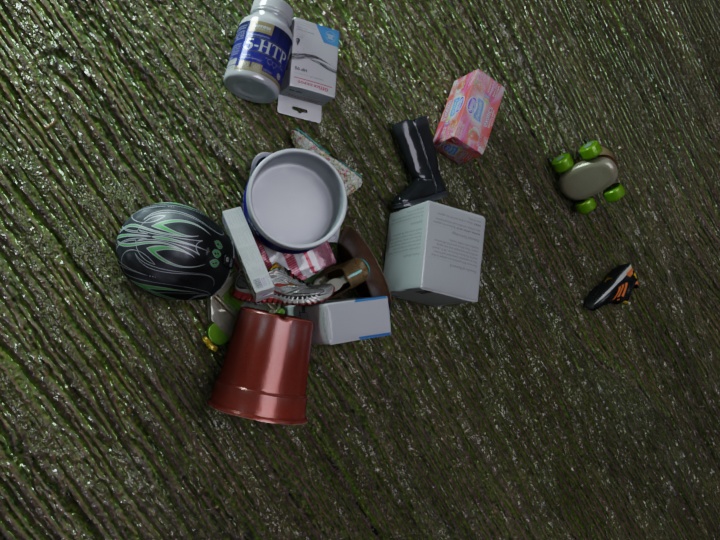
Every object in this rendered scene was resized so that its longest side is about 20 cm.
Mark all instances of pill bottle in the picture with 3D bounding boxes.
[{"bbox_3d":[-0.208,-0.469,1.673,0.119,0.120,0.201,20,74,-26],"label":"pill bottle"}]

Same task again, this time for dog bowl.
[{"bbox_3d":[-0.131,-0.135,1.571,0.199,0.079,0.201,3,81,-17],"label":"dog bowl"}]

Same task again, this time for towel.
[{"bbox_3d":[-0.160,-0.034,1.619,0.200,0.023,0.144,-30,107,-17],"label":"towel"}]

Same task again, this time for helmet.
[{"bbox_3d":[-0.359,-0.037,1.500,0.190,0.200,0.201,24,71,-43],"label":"helmet"}]

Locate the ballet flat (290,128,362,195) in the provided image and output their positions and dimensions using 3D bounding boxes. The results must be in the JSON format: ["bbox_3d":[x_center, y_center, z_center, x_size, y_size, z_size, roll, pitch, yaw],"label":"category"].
[{"bbox_3d":[-0.083,-0.232,1.744,0.200,0.076,0.064,35,84,-18],"label":"ballet flat"}]

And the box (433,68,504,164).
[{"bbox_3d":[0.265,-0.377,1.943,0.094,0.103,0.201,29,71,-24],"label":"box"}]

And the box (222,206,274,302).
[{"bbox_3d":[-0.219,-0.033,1.536,0.041,0.039,0.200,-17,62,-18],"label":"box"}]

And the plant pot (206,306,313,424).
[{"bbox_3d":[-0.182,0.179,1.538,0.200,0.201,0.196,12,87,-28],"label":"plant pot"}]

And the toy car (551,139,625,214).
[{"bbox_3d":[0.624,-0.280,2.143,0.165,0.157,0.200,56,33,-16],"label":"toy car"}]

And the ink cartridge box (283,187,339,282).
[{"bbox_3d":[-0.120,-0.071,1.676,0.145,0.048,0.201,5,99,-28],"label":"ink cartridge box"}]

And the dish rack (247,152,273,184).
[{"bbox_3d":[-0.154,-0.156,1.686,0.199,0.044,0.172,8,100,-29],"label":"dish rack"}]

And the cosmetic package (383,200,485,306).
[{"bbox_3d":[0.165,-0.032,1.803,0.165,0.165,0.201,13,78,-28],"label":"cosmetic package"}]

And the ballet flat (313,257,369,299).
[{"bbox_3d":[-0.057,0.028,1.644,0.072,0.200,0.068,-32,96,-36],"label":"ballet flat"}]

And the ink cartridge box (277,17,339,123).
[{"bbox_3d":[-0.115,-0.441,1.752,0.115,0.067,0.201,9,79,-29],"label":"ink cartridge box"}]

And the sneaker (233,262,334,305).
[{"bbox_3d":[-0.149,0.027,1.565,0.199,0.078,0.083,5,90,-8],"label":"sneaker"}]

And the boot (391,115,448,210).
[{"bbox_3d":[0.116,-0.253,1.860,0.165,0.066,0.201,-18,96,-39],"label":"boot"}]

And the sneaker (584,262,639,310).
[{"bbox_3d":[0.693,0.064,2.147,0.200,0.070,0.090,-39,100,-30],"label":"sneaker"}]

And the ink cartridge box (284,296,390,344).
[{"bbox_3d":[-0.051,0.103,1.641,0.146,0.200,0.086,-6,88,-30],"label":"ink cartridge box"}]

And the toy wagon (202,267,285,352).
[{"bbox_3d":[-0.253,0.083,1.621,0.155,0.040,0.200,48,64,-16],"label":"toy wagon"}]

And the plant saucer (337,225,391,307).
[{"bbox_3d":[0.000,0.000,1.693,0.037,0.200,0.201,-27,97,-13],"label":"plant saucer"}]
